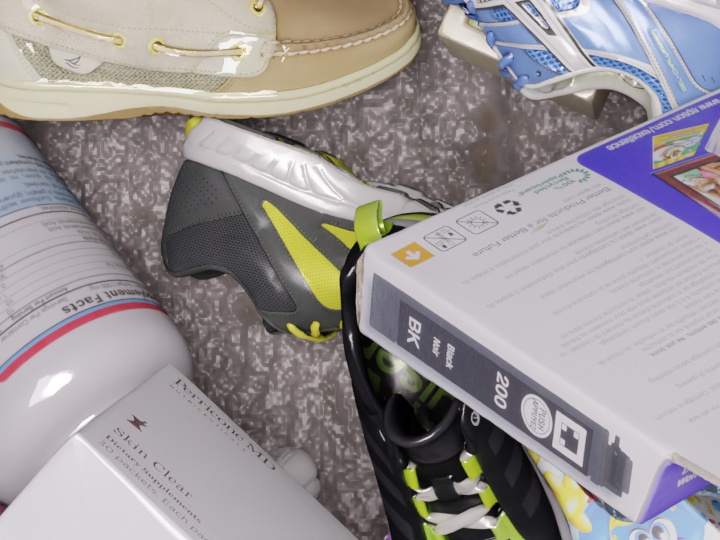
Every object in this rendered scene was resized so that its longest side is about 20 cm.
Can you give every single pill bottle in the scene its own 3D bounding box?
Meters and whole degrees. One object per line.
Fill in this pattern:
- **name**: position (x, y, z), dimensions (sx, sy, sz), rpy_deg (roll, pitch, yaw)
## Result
- **pill bottle**: position (-0.143, 0.031, 0.905), dimensions (0.109, 0.109, 0.200), rpy_deg (-42, 67, 5)

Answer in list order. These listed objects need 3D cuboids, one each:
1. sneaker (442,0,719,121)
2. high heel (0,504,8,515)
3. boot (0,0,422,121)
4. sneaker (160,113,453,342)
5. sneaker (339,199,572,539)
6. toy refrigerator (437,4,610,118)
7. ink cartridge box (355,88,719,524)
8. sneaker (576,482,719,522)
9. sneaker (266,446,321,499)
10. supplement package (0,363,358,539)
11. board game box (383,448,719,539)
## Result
- **sneaker**: position (0.067, -0.116, 0.852), dimensions (0.199, 0.076, 0.077), rpy_deg (25, 90, 12)
- **high heel**: position (-0.220, 0.188, 0.945), dimensions (0.096, 0.067, 0.201), rpy_deg (18, 69, 0)
- **boot**: position (-0.072, -0.147, 0.899), dimensions (0.199, 0.072, 0.155), rpy_deg (-5, 122, -5)
- **sneaker**: position (0.000, 0.000, 0.933), dimensions (0.199, 0.074, 0.085), rpy_deg (25, 97, 18)
- **sneaker**: position (0.027, 0.072, 0.801), dimensions (0.071, 0.083, 0.201), rpy_deg (-18, 90, 18)
- **toy refrigerator**: position (0.111, -0.176, 0.918), dimensions (0.076, 0.070, 0.201), rpy_deg (26, 91, 9)
- **ink cartridge box**: position (0.136, 0.014, 0.727), dimensions (0.200, 0.198, 0.044), rpy_deg (33, 136, 42)
- **sneaker**: position (0.176, 0.059, 0.798), dimensions (0.199, 0.079, 0.096), rpy_deg (1, 110, 3)
- **sneaker**: position (-0.070, 0.176, 0.938), dimensions (0.105, 0.076, 0.200), rpy_deg (44, 94, -10)
- **supplement package**: position (-0.063, 0.166, 0.777), dimensions (0.200, 0.111, 0.156), rpy_deg (43, 106, 1)
- **board game box**: position (0.125, 0.137, 0.877), dimensions (0.200, 0.105, 0.103), rpy_deg (43, 104, 9)
